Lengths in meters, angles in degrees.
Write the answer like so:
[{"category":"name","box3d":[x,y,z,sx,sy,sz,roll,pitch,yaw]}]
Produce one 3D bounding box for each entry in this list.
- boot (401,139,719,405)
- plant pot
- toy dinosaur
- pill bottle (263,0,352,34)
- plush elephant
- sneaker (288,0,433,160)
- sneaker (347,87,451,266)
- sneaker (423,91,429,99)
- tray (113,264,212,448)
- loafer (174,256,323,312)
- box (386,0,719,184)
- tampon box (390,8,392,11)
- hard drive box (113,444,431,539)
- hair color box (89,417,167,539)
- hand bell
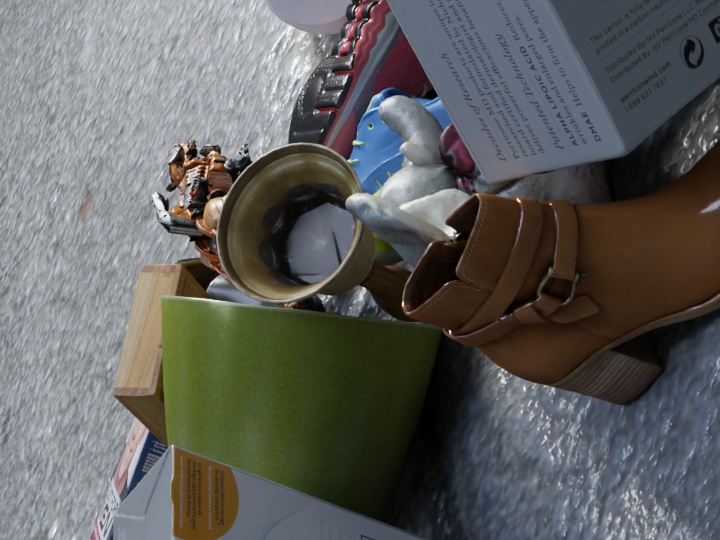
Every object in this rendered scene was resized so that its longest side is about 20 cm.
[{"category":"boot","box3d":[0.129,-0.021,1.435,0.200,0.155,0.077,-52,28,31]},{"category":"plant pot","box3d":[-0.049,0.126,1.693,0.187,0.187,0.201,2,86,65]},{"category":"toy dinosaur","box3d":[-0.078,-0.028,1.880,0.102,0.135,0.200,113,145,-52]},{"category":"pill bottle","box3d":[-0.021,-0.234,1.904,0.111,0.111,0.200,-61,0,15]},{"category":"plush elephant","box3d":[0.074,-0.060,1.563,0.165,0.154,0.201,58,-155,-67]},{"category":"sneaker","box3d":[0.022,-0.136,1.777,0.201,0.087,0.074,-64,22,-4]},{"category":"sneaker","box3d":[0.016,-0.061,1.735,0.200,0.076,0.105,-23,83,29]},{"category":"sneaker","box3d":[0.025,-0.123,1.843,0.112,0.073,0.200,-57,26,21]},{"category":"tray","box3d":[-0.106,0.085,1.814,0.037,0.200,0.099,-1,63,23]},{"category":"loafer","box3d":[-0.087,0.032,1.946,0.200,0.072,0.073,19,86,66]},{"category":"box","box3d":[0.125,-0.186,1.432,0.199,0.200,0.131,-38,15,-30]},{"category":"tampon box","box3d":[0.101,-0.243,1.694,0.150,0.126,0.200,-43,32,26]},{"category":"hard drive box","box3d":[-0.046,0.214,1.548,0.077,0.200,0.156,-49,31,36]},{"category":"hair color box","box3d":[-0.150,0.150,1.960,0.100,0.060,0.200,-140,71,-77]},{"category":"hand bell","box3d":[0.000,0.000,1.663,0.104,0.200,0.104,-9,69,25]}]
